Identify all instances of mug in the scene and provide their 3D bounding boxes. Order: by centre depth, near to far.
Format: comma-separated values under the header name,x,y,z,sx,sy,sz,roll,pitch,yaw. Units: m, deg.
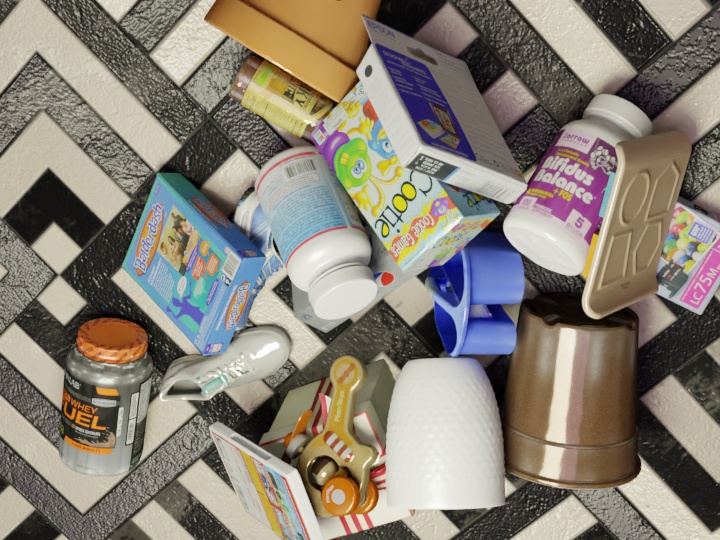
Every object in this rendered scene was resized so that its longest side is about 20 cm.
name,x,y,z,sx,sy,sz,roll,pitch,yaw
mug,0.108,0.202,1.442,0.146,0.200,0.178,-3,82,13

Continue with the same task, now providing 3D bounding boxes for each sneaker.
name,x,y,z,sx,sy,sz,roll,pitch,yaw
sneaker,-0.141,-0.006,1.535,0.076,0.076,0.202,19,115,8
sneaker,-0.189,0.143,1.595,0.198,0.089,0.076,-22,104,18

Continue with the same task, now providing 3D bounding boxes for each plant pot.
name,x,y,z,sx,sy,sz,roll,pitch,yaw
plant pot,-0.066,-0.303,1.354,0.199,0.200,0.141,30,98,-2
plant pot,0.266,0.144,1.463,0.198,0.200,0.201,5,104,9

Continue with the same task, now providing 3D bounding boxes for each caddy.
name,x,y,z,sx,sy,sz,roll,pitch,yaw
caddy,0.132,0.024,1.435,0.104,0.200,0.143,3,110,-7

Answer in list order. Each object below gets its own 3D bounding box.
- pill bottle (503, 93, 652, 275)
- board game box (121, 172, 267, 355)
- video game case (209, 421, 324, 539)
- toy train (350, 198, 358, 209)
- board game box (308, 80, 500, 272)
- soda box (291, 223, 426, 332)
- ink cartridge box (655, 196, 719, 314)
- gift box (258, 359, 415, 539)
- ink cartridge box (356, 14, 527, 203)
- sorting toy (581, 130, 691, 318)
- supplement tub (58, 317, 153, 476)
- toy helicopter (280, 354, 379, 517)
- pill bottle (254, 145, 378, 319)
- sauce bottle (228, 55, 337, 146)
name,x,y,z,sx,sy,sz,roll,pitch,yaw
pill bottle,0.262,-0.105,1.362,0.112,0.112,0.201,33,77,-3
board game box,-0.221,-0.011,1.511,0.200,0.045,0.153,42,119,30
video game case,-0.117,0.281,1.467,0.199,0.017,0.144,19,133,53
toy train,0.075,-0.099,1.465,0.115,0.085,0.199,39,121,-24
board game box,0.050,-0.112,1.340,0.103,0.105,0.201,-42,73,27
soda box,0.000,0.000,1.485,0.199,0.069,0.063,-34,136,31
ink cartridge box,0.367,-0.041,1.445,0.198,0.042,0.120,27,113,1
gift box,-0.033,0.238,1.550,0.183,0.187,0.201,-25,106,18
ink cartridge box,0.087,-0.182,1.319,0.043,0.197,0.201,-40,56,31
sorting toy,0.317,-0.058,1.342,0.036,0.184,0.202,20,112,34
supplement tub,-0.358,0.177,1.623,0.121,0.123,0.202,13,113,5
toy helicopter,-0.037,0.203,1.432,0.131,0.079,0.202,9,85,25
pill bottle,-0.052,-0.046,1.418,0.108,0.108,0.201,-35,59,21
sauce bottle,-0.067,-0.198,1.455,0.199,0.065,0.065,29,114,-3
